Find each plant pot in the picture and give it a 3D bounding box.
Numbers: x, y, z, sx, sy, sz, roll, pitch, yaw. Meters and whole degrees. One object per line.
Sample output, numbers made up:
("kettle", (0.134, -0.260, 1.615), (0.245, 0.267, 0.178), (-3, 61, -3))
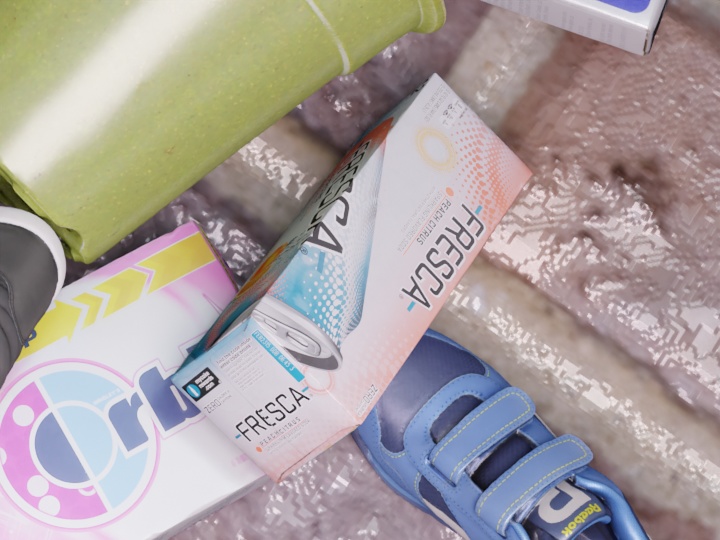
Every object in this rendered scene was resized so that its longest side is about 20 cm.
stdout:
("plant pot", (-0.100, -0.111, 1.283), (0.200, 0.200, 0.190), (44, 82, 1))

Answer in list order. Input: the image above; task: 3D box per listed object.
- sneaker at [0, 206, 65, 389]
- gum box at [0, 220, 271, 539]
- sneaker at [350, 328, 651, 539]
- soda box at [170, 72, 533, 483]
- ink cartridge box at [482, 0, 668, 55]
("sneaker", (-0.224, 0.026, 1.202), (0.200, 0.099, 0.071), (-10, 114, 7))
("gum box", (-0.123, 0.073, 1.275), (0.200, 0.066, 0.114), (-28, 84, -19))
("sneaker", (0.071, 0.096, 1.309), (0.074, 0.082, 0.200), (-41, 84, -19))
("soda box", (0.000, 0.000, 1.281), (0.068, 0.064, 0.200), (44, 42, -8))
("ink cartridge box", (0.077, -0.222, 1.411), (0.200, 0.047, 0.198), (20, 71, 8))
